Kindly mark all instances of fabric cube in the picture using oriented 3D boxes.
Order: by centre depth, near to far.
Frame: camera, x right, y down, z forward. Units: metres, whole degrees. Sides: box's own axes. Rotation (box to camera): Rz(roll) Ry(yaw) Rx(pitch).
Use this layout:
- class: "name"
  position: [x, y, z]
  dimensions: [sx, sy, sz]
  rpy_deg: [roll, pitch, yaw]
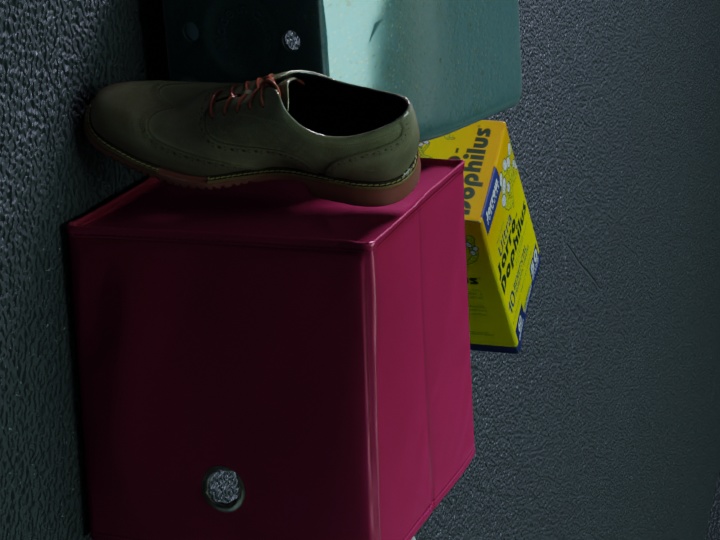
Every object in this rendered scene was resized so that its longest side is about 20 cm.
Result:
- class: "fabric cube"
  position: [-0.048, 0.047, 1.188]
  dimensions: [0.200, 0.194, 0.202]
  rpy_deg: [-41, 132, -64]

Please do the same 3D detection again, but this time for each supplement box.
- class: "supplement box"
  position: [0.083, -0.029, 1.694]
  dimensions: [0.201, 0.108, 0.110]
  rpy_deg: [68, 32, -52]

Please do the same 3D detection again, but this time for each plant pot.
- class: "plant pot"
  position: [-0.028, -0.177, 1.232]
  dimensions: [0.200, 0.194, 0.198]
  rpy_deg: [-37, 129, -53]

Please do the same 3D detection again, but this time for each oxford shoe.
- class: "oxford shoe"
  position: [-0.062, -0.091, 1.107]
  dimensions: [0.075, 0.198, 0.071]
  rpy_deg: [93, 2, -55]

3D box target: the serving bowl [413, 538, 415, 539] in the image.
- class: "serving bowl"
  position: [-0.006, 0.305, 1.566]
  dimensions: [0.200, 0.065, 0.203]
  rpy_deg: [3, 90, -71]
